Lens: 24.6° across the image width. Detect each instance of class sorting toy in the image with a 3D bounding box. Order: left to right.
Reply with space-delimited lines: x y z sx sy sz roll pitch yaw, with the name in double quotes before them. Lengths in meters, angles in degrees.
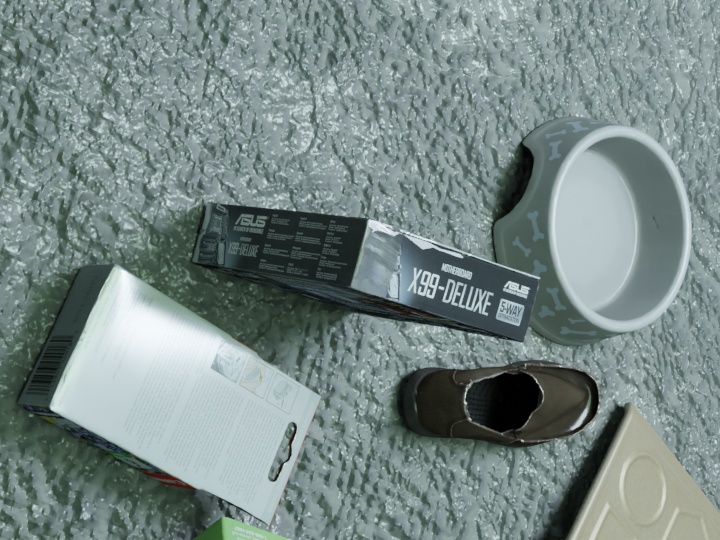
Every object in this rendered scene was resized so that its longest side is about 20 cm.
"sorting toy" 0.247 0.245 1.447 0.185 0.036 0.200 50 49 -26

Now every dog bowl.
"dog bowl" 0.206 -0.035 1.416 0.200 0.059 0.200 1 88 -37

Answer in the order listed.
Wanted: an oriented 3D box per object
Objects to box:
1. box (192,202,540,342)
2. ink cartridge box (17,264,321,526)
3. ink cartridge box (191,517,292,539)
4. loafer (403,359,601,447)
"box" 0.000 0.000 1.164 0.158 0.200 0.050 18 84 -36
"ink cartridge box" -0.129 0.090 1.156 0.200 0.050 0.109 35 68 -33
"ink cartridge box" -0.064 0.283 1.132 0.117 0.067 0.200 26 40 -34
"loafer" 0.129 0.112 1.343 0.200 0.071 0.073 -2 90 -38
